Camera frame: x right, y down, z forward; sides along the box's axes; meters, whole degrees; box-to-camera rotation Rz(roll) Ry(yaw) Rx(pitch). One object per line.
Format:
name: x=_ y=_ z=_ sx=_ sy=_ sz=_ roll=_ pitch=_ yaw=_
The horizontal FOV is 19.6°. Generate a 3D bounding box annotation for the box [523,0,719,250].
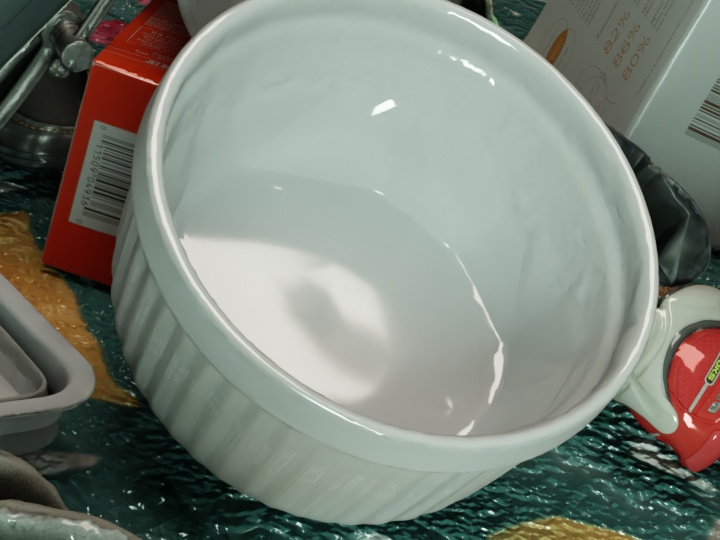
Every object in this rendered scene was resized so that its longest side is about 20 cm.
box: x=0.187 y=-0.127 z=1.197 sx=0.106 sy=0.152 sz=0.200 roll=22 pitch=22 yaw=-19

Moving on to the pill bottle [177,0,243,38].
pill bottle: x=-0.031 y=-0.161 z=0.938 sx=0.114 sy=0.114 sz=0.200 roll=12 pitch=24 yaw=-13

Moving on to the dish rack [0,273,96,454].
dish rack: x=-0.211 y=0.019 z=0.759 sx=0.172 sy=0.044 sz=0.200 roll=-4 pitch=31 yaw=-41

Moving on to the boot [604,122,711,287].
boot: x=0.114 y=-0.036 z=0.983 sx=0.165 sy=0.066 sz=0.200 roll=25 pitch=2 yaw=-23

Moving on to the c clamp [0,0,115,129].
c clamp: x=-0.165 y=-0.116 z=0.959 sx=0.027 sy=0.171 sz=0.200 roll=33 pitch=7 yaw=-34

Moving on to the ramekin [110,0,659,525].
ramekin: x=0.000 y=0.000 z=0.786 sx=0.200 sy=0.105 sz=0.200 roll=12 pitch=55 yaw=-19

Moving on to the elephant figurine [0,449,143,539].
elephant figurine: x=-0.079 y=0.116 z=0.567 sx=0.141 sy=0.155 sz=0.200 roll=-35 pitch=26 yaw=-6

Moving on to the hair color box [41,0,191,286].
hair color box: x=-0.083 y=-0.072 z=0.974 sx=0.061 sy=0.102 sz=0.200 roll=19 pitch=24 yaw=1

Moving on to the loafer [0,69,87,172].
loafer: x=-0.174 y=-0.113 z=1.036 sx=0.073 sy=0.072 sz=0.200 roll=4 pitch=27 yaw=-30

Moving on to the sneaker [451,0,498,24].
sneaker: x=0.064 y=-0.126 z=1.207 sx=0.077 sy=0.089 sz=0.200 roll=17 pitch=23 yaw=0

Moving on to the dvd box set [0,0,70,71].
dvd box set: x=-0.211 y=-0.122 z=0.955 sx=0.029 sy=0.146 sz=0.200 roll=42 pitch=6 yaw=-35

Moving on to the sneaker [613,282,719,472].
sneaker: x=0.181 y=0.053 z=0.944 sx=0.200 sy=0.077 sz=0.085 roll=-11 pitch=59 yaw=-50
